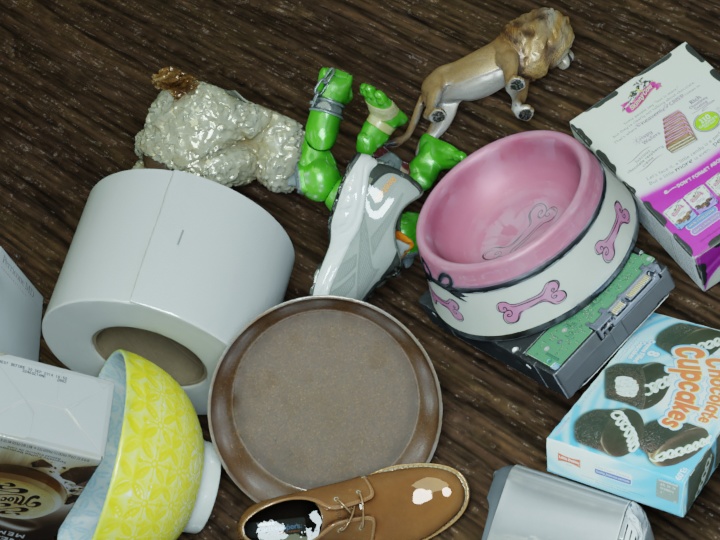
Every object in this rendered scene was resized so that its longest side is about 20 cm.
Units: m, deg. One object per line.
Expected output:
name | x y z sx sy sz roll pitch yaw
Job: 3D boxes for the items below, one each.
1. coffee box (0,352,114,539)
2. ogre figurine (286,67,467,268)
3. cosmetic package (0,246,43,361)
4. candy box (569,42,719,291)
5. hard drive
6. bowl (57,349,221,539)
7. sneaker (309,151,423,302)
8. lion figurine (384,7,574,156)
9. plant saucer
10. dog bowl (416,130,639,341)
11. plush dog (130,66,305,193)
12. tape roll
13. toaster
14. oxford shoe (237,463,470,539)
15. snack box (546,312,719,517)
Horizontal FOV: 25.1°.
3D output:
coffee box | -0.296 0.162 1.394 0.112 0.200 0.080 16 52 -17
ogre figurine | 0.022 -0.088 1.509 0.120 0.199 0.098 -56 19 -2
cosmetic package | -0.361 0.087 1.548 0.073 0.102 0.202 -11 55 13
candy box | 0.298 -0.095 1.440 0.136 0.061 0.200 -33 52 -3
hard drive | 0.158 0.020 1.396 0.140 0.038 0.200 -45 35 -13
bowl | -0.183 0.177 1.397 0.107 0.200 0.202 15 54 -18
sneaker | 0.000 0.000 1.436 0.079 0.202 0.074 17 19 1
lion figurine | 0.114 -0.186 1.569 0.198 0.073 0.123 -16 42 16
plant saucer | -0.030 0.115 1.370 0.199 0.202 0.035 -23 13 4
dog bowl | 0.135 -0.038 1.389 0.199 0.074 0.201 -22 37 18
plush dog | -0.173 -0.098 1.588 0.199 0.160 0.173 21 90 31
tape roll | -0.171 0.022 1.454 0.201 0.203 0.140 2 57 22
toaster | 0.149 0.251 1.229 0.128 0.114 0.201 8 59 23
oxford shoe | -0.005 0.204 1.332 0.198 0.071 0.072 -14 78 0
snack box | 0.243 0.109 1.284 0.115 0.037 0.200 16 37 28
